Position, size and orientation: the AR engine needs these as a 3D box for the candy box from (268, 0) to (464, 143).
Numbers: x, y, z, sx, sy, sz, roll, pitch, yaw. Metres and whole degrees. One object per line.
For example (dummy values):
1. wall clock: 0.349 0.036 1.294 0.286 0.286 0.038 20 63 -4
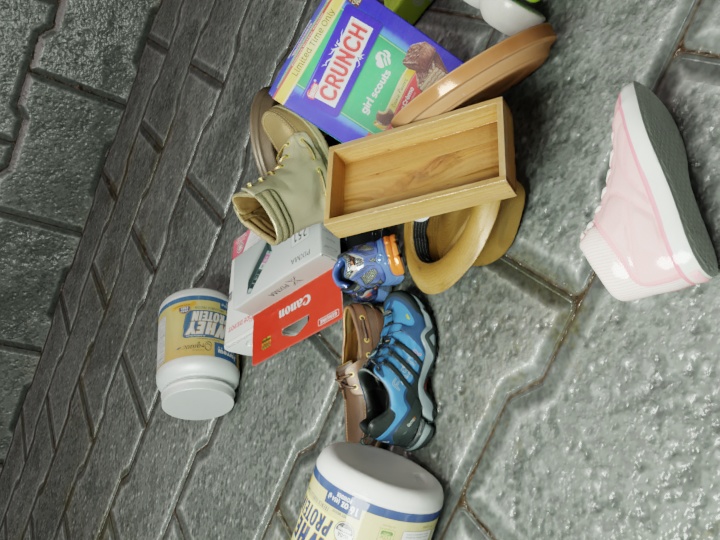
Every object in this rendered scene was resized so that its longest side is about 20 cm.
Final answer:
1. candy box: 0.012 -0.240 0.986 0.169 0.200 0.077 -58 19 8

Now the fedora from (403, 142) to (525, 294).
1. fedora: 0.122 -0.062 0.872 0.201 0.082 0.201 -170 90 -67

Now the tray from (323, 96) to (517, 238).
1. tray: 0.058 -0.102 0.802 0.200 0.037 0.099 -11 60 26

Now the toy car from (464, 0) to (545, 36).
1. toy car: 0.163 -0.384 0.889 0.175 0.150 0.200 -57 34 26

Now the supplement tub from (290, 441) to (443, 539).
1. supplement tub: -0.004 0.304 0.844 0.144 0.144 0.201 23 96 59

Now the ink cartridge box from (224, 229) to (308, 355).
1. ink cartridge box: -0.150 0.027 1.273 0.146 0.085 0.201 -29 50 50

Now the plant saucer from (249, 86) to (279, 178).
1. plant saucer: -0.116 -0.197 1.248 0.029 0.200 0.201 -8 65 21

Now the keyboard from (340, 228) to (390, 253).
1. keyboard: -0.022 -0.075 1.121 0.200 0.021 0.127 28 123 48

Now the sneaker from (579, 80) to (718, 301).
1. sneaker: 0.236 -0.066 0.692 0.105 0.075 0.201 -31 55 43

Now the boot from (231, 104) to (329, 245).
1. boot: -0.113 -0.132 1.054 0.200 0.155 0.073 53 146 15

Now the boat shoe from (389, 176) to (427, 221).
1. boat shoe: 0.017 -0.092 0.931 0.200 0.068 0.072 -158 80 -66

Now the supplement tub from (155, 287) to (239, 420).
1. supplement tub: -0.287 0.148 1.382 0.145 0.144 0.200 -44 42 40

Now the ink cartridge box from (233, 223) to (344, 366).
1. ink cartridge box: -0.108 0.021 1.116 0.200 0.044 0.174 -30 49 36

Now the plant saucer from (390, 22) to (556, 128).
1. plant saucer: 0.126 -0.201 0.857 0.200 0.200 0.032 -31 91 49

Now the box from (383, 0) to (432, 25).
1. box: 0.104 -0.466 1.125 0.200 0.048 0.122 -42 44 42

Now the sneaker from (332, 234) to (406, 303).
1. sneaker: 0.000 0.000 0.993 0.200 0.078 0.076 118 143 -73

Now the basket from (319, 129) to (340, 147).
1. basket: -0.037 -0.197 1.132 0.200 0.142 0.149 -25 57 50

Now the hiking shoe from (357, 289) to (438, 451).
1. hiking shoe: 0.040 0.108 0.919 0.074 0.087 0.200 -37 46 46

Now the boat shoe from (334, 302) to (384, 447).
1. boat shoe: -0.003 0.138 0.995 0.072 0.067 0.201 -22 58 53
